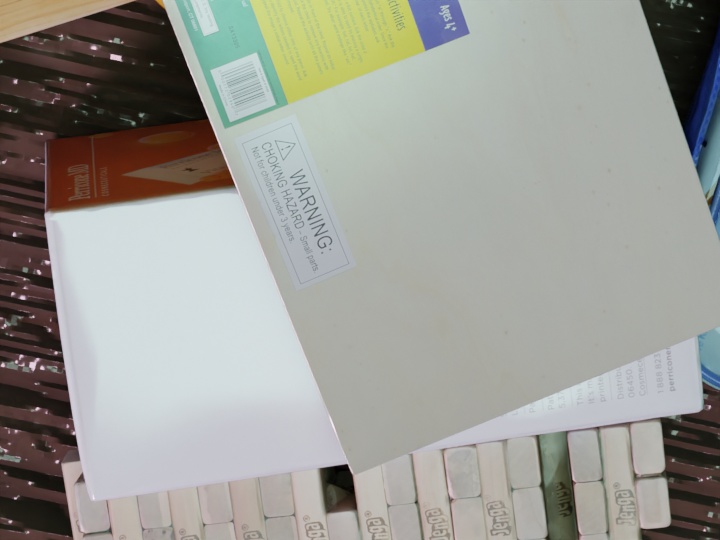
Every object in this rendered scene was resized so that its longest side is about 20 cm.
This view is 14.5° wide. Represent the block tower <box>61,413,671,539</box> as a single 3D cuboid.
[{"bbox_3d":[0.001,0.080,0.938,0.200,0.058,0.054,-7,99,5],"label":"block tower"}]

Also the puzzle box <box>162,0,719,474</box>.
[{"bbox_3d":[0.023,-0.052,0.844,0.133,0.025,0.200,-21,110,-2],"label":"puzzle box"}]

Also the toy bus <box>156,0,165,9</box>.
[{"bbox_3d":[-0.050,-0.121,0.860,0.078,0.065,0.200,-41,119,12],"label":"toy bus"}]

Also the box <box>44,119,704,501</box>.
[{"bbox_3d":[0.000,0.000,0.940,0.200,0.124,0.098,-8,104,-5],"label":"box"}]

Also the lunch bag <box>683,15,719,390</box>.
[{"bbox_3d":[0.185,-0.045,0.977,0.160,0.076,0.200,15,102,-7],"label":"lunch bag"}]

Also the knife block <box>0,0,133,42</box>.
[{"bbox_3d":[-0.038,-0.134,0.930,0.175,0.064,0.200,23,112,-22],"label":"knife block"}]
